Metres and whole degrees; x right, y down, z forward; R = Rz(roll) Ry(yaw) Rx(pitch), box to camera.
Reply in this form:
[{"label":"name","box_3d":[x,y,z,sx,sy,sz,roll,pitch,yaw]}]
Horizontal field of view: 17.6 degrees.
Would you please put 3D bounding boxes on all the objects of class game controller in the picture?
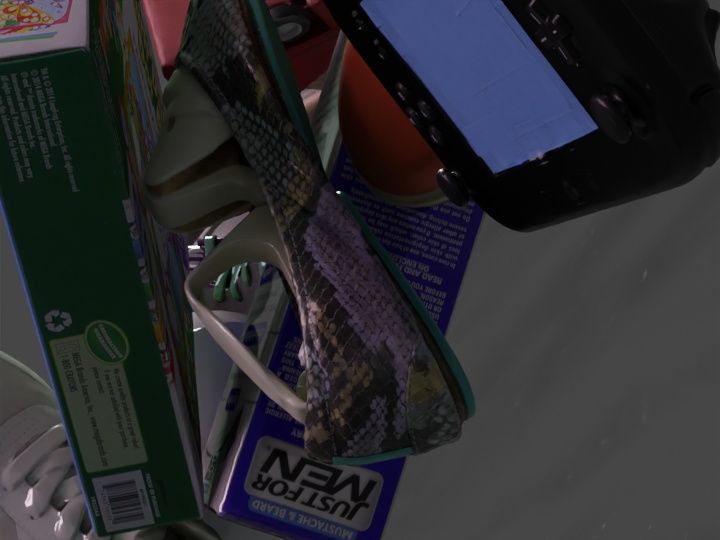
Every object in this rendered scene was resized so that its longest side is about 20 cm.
[{"label":"game controller","box_3d":[0.035,-0.060,0.606,0.042,0.104,0.200,-48,5,-10]}]

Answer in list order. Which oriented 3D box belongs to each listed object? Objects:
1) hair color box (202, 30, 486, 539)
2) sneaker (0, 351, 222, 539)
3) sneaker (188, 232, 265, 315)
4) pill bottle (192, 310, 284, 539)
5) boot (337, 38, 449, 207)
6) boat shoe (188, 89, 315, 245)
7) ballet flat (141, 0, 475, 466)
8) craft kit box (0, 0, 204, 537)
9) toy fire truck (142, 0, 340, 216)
[{"label":"hair color box","box_3d":[0.000,0.000,0.847,0.109,0.065,0.201,167,123,-81]},{"label":"sneaker","box_3d":[-0.097,0.102,0.882,0.077,0.200,0.081,-44,6,-38]},{"label":"sneaker","box_3d":[-0.042,0.005,1.038,0.200,0.087,0.075,120,166,-59]},{"label":"pill bottle","box_3d":[-0.068,0.076,0.996,0.200,0.104,0.105,135,152,-72]},{"label":"boot","box_3d":[0.025,-0.107,0.720,0.107,0.075,0.201,-18,-46,-55]},{"label":"boat shoe","box_3d":[-0.035,-0.074,1.084,0.200,0.064,0.071,-47,-5,30]},{"label":"ballet flat","box_3d":[-0.032,-0.020,0.753,0.201,0.072,0.072,63,146,30]},{"label":"craft kit box","box_3d":[-0.095,-0.046,0.822,0.198,0.048,0.201,-103,3,-51]},{"label":"toy fire truck","box_3d":[-0.020,-0.093,0.972,0.141,0.199,0.049,38,-150,-63]}]
